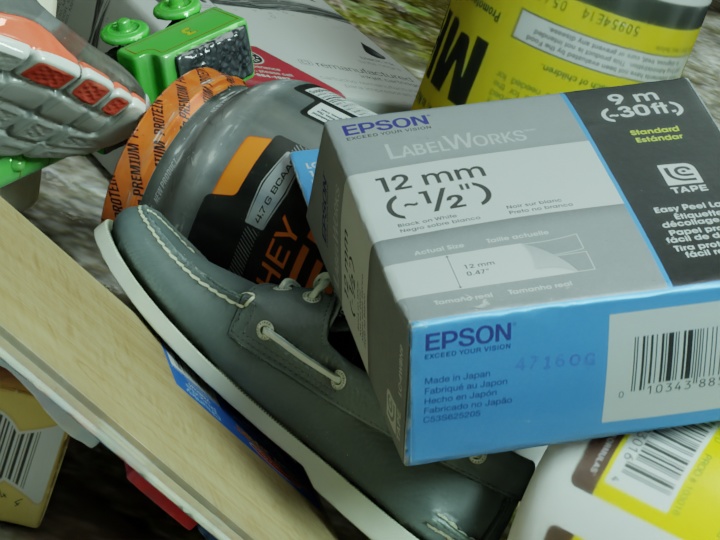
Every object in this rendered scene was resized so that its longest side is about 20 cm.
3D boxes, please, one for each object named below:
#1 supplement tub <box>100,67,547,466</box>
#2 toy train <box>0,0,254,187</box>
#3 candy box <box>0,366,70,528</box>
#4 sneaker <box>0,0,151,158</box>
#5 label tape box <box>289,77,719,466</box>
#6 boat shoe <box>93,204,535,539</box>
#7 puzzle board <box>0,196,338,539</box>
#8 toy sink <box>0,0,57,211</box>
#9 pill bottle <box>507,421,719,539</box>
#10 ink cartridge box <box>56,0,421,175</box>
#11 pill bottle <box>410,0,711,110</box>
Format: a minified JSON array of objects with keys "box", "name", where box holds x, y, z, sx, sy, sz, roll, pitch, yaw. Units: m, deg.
[{"box":[0.000,0.000,1.143,0.199,0.123,0.122,26,19,20],"name":"supplement tub"},{"box":[-0.130,-0.067,1.207,0.199,0.042,0.056,-29,36,-31],"name":"toy train"},{"box":[-0.204,0.021,0.980,0.199,0.057,0.117,13,21,-17],"name":"candy box"},{"box":[-0.158,-0.109,1.108,0.200,0.077,0.082,27,50,-46],"name":"sneaker"},{"box":[0.061,-0.021,1.016,0.142,0.066,0.200,-8,37,-11],"name":"label tape box"},{"box":[-0.017,0.035,1.050,0.200,0.062,0.073,43,6,18],"name":"boat shoe"},{"box":[-0.075,0.048,0.972,0.200,0.017,0.151,43,7,-26],"name":"puzzle board"},{"box":[-0.217,-0.128,1.257,0.130,0.202,0.112,7,-7,-33],"name":"toy sink"},{"box":[0.157,0.119,0.991,0.199,0.110,0.109,27,20,18],"name":"pill bottle"},{"box":[-0.068,-0.092,1.391,0.146,0.083,0.200,6,24,-34],"name":"ink cartridge box"},{"box":[0.080,-0.068,1.290,0.114,0.201,0.114,18,18,-6],"name":"pill bottle"}]
